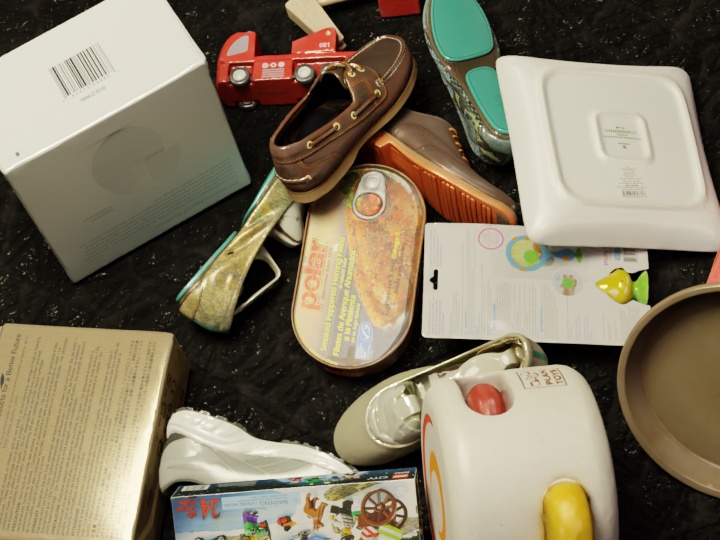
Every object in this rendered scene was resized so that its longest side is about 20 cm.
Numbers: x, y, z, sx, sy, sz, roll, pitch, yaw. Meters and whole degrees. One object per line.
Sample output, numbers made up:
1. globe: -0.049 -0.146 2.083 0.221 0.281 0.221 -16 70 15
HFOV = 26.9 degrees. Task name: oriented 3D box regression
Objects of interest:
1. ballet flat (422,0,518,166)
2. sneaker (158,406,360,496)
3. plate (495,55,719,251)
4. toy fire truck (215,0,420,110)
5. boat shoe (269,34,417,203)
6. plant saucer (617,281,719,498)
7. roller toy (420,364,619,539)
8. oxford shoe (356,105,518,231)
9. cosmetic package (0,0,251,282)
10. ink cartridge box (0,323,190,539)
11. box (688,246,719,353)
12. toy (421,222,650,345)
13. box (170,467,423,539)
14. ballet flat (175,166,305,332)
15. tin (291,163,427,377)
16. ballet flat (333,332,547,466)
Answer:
1. ballet flat: 0.104 -0.182 1.433 0.074 0.074 0.201 -17 58 -1
2. sneaker: -0.077 0.181 1.265 0.199 0.074 0.080 14 68 12
3. plate: 0.232 -0.113 1.359 0.198 0.032 0.201 2 61 -16
4. toy fire truck: -0.042 -0.234 1.492 0.198 0.049 0.142 -2 62 8
5. boat shoe: -0.014 -0.153 1.374 0.070 0.071 0.201 8 51 36
6. plant saucer: 0.306 0.096 1.207 0.199 0.201 0.029 19 32 17
7. roller toy: 0.127 0.168 1.174 0.139 0.200 0.184 -7 64 -5
8. oxford shoe: 0.075 -0.104 1.396 0.199 0.071 0.073 35 68 23
9. cosmetic package: -0.229 -0.124 1.376 0.198 0.200 0.123 -30 60 -8
10. ink cartridge box: -0.247 0.154 1.305 0.163 0.075 0.201 3 64 11
11. box: 0.355 0.005 1.283 0.102 0.095 0.201 18 67 17
12. toy: 0.155 0.020 1.333 0.198 0.047 0.116 1 59 4
13. box: -0.046 0.237 1.214 0.198 0.038 0.138 -6 95 5
14. ballet flat: -0.092 -0.026 1.388 0.070 0.071 0.201 27 69 20
15. tin: 0.000 0.000 1.365 0.111 0.042 0.202 7 68 7
16. ballet flat: 0.063 0.107 1.271 0.199 0.070 0.070 -26 61 5
